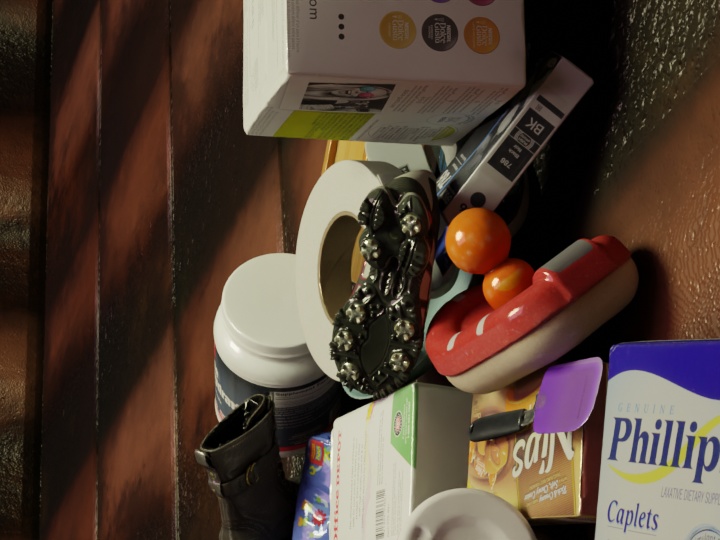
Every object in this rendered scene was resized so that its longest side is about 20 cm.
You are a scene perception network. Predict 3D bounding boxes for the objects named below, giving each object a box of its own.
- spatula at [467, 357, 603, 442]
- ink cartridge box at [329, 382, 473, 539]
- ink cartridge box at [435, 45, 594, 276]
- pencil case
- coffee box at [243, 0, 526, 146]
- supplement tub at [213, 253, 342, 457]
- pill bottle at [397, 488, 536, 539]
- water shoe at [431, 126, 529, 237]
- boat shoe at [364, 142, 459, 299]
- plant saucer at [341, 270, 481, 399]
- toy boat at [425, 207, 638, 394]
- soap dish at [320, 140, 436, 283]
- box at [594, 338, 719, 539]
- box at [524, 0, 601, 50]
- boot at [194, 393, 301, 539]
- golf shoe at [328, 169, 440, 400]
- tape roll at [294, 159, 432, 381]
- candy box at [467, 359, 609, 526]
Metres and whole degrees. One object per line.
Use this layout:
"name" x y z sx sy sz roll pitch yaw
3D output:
"spatula" 0.127 0.109 1.285 0.200 0.020 0.057 142 146 -65
"ink cartridge box" 0.043 0.194 1.548 0.200 0.087 0.146 149 126 -62
"ink cartridge box" 0.110 -0.093 1.395 0.200 0.039 0.099 -54 12 7
"pencil case" -0.025 0.262 1.720 0.087 0.078 0.201 6 88 36
"coffee box" 0.015 -0.225 1.400 0.200 0.197 0.201 143 128 -73
"supplement tub" -0.086 0.092 1.787 0.201 0.139 0.141 95 168 -50
"pill bottle" 0.074 0.259 1.356 0.200 0.113 0.114 99 169 -64
"water shoe" 0.109 -0.087 1.527 0.079 0.071 0.201 78 178 -49
"boat shoe" 0.056 -0.050 1.558 0.064 0.070 0.201 61 -167 -52
"plant saucer" 0.057 0.040 1.569 0.201 0.039 0.201 -44 24 26
"toy boat" 0.114 0.010 1.315 0.131 0.130 0.200 55 151 2
"soap dish" 0.011 -0.080 1.734 0.157 0.081 0.201 -151 71 -68
"box" 0.231 0.145 1.037 0.184 0.104 0.201 171 106 -68
"box" 0.159 -0.311 1.428 0.141 0.078 0.201 120 149 -52
"boot" -0.090 0.204 1.737 0.069 0.200 0.175 12 120 31
"golf shoe" 0.031 0.013 1.384 0.088 0.077 0.201 -48 -25 -57
"tape roll" 0.000 0.000 1.514 0.203 0.037 0.204 -5 84 61
"candy box" 0.149 0.140 1.326 0.200 0.055 0.116 158 118 -66
